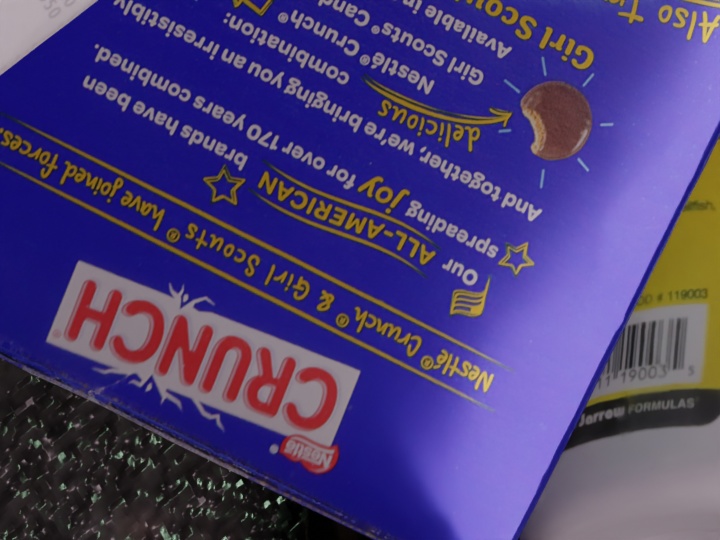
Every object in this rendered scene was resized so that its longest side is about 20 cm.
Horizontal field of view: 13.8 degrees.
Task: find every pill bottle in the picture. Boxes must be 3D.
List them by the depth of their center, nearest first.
[{"bbox_3d":[0.105,-0.012,0.767,0.112,0.112,0.200,33,54,-41],"label":"pill bottle"}]

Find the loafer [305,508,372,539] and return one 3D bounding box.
[{"bbox_3d":[0.000,0.000,0.771,0.071,0.073,0.200,0,102,-23],"label":"loafer"}]

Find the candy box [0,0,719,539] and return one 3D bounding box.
[{"bbox_3d":[-0.005,-0.054,0.684,0.169,0.077,0.200,27,89,-7],"label":"candy box"}]

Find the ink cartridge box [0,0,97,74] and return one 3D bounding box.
[{"bbox_3d":[-0.062,-0.122,0.605,0.200,0.163,0.057,-36,127,-21],"label":"ink cartridge box"}]
